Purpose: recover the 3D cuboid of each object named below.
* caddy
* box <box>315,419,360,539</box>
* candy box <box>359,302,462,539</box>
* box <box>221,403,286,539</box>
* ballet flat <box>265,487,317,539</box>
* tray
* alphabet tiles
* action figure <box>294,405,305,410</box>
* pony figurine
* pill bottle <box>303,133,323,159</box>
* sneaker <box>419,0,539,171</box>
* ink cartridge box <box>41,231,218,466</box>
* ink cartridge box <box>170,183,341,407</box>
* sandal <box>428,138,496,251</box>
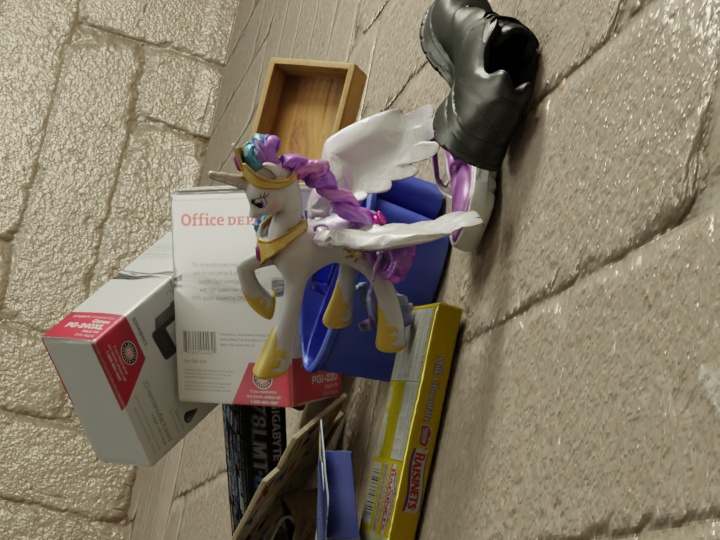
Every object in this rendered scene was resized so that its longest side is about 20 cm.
[{"bbox_3d":[0.000,0.000,1.461,0.142,0.104,0.201,-96,23,-56],"label":"caddy"},{"bbox_3d":[-0.020,0.234,1.367,0.121,0.032,0.201,-98,9,-62],"label":"box"},{"bbox_3d":[0.037,0.126,1.337,0.102,0.026,0.201,172,111,-75],"label":"candy box"},{"bbox_3d":[-0.109,0.205,1.762,0.198,0.049,0.202,-153,60,-79],"label":"box"},{"bbox_3d":[-0.067,0.292,1.531,0.068,0.072,0.201,146,136,-71],"label":"ballet flat"},{"bbox_3d":[-0.065,-0.110,1.696,0.037,0.098,0.201,37,-116,-59],"label":"tray"},{"bbox_3d":[-0.071,0.199,1.568,0.167,0.006,0.200,-63,-11,21],"label":"alphabet tiles"},{"bbox_3d":[-0.055,0.045,1.698,0.065,0.099,0.200,-50,-7,-44],"label":"action figure"},{"bbox_3d":[-0.012,-0.026,1.293,0.167,0.192,0.201,-111,13,-52],"label":"pony figurine"},{"bbox_3d":[-0.066,-0.040,1.769,0.201,0.119,0.120,-61,15,12],"label":"pill bottle"},{"bbox_3d":[0.100,-0.166,1.308,0.091,0.076,0.201,-55,29,36],"label":"sneaker"},{"bbox_3d":[-0.193,0.072,1.658,0.083,0.146,0.200,0,31,41],"label":"ink cartridge box"},{"bbox_3d":[-0.098,0.020,1.592,0.145,0.085,0.202,0,95,36],"label":"ink cartridge box"},{"bbox_3d":[0.075,-0.094,1.355,0.203,0.049,0.083,-94,21,-57],"label":"sandal"}]
